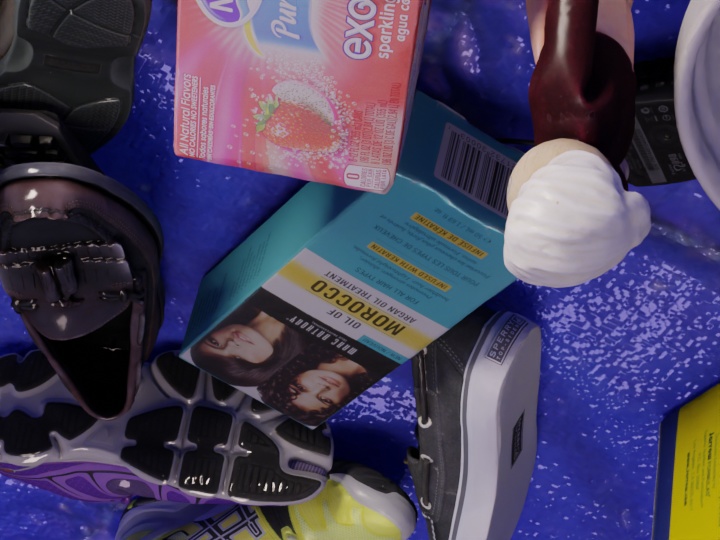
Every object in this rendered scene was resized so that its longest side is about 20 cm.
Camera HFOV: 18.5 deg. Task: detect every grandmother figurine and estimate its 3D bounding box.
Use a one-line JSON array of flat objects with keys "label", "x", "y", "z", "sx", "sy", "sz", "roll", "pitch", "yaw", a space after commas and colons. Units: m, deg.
[{"label": "grandmother figurine", "x": 0.083, "y": -0.070, "z": 0.829, "sx": 0.060, "sy": 0.200, "sz": 0.121, "roll": -10, "pitch": 132, "yaw": 21}]

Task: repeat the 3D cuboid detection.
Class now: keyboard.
[{"label": "keyboard", "x": -0.209, "y": -0.044, "z": 1.015, "sx": 0.199, "sy": 0.021, "sz": 0.127, "roll": 4, "pitch": 158, "yaw": 19}]

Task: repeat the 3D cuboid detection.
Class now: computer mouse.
[{"label": "computer mouse", "x": 0.081, "y": -0.064, "z": 0.965, "sx": 0.199, "sy": 0.034, "sz": 0.059, "roll": -4, "pitch": 141, "yaw": 24}]

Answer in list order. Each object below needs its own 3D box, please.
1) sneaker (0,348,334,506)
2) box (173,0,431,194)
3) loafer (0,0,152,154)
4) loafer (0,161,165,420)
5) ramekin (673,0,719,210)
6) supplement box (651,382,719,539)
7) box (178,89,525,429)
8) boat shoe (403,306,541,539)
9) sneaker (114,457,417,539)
[{"label": "sneaker", "x": -0.107, "y": 0.087, "z": 1.141, "sx": 0.199, "sy": 0.081, "sz": 0.084, "roll": 7, "pitch": 153, "yaw": 15}, {"label": "box", "x": -0.016, "y": -0.139, "z": 0.852, "sx": 0.094, "sy": 0.103, "sz": 0.200, "roll": 9, "pitch": 137, "yaw": 2}, {"label": "loafer", "x": -0.125, "y": -0.105, "z": 0.941, "sx": 0.072, "sy": 0.063, "sz": 0.200, "roll": 13, "pitch": 156, "yaw": -16}, {"label": "loafer", "x": -0.124, "y": 0.013, "z": 1.011, "sx": 0.072, "sy": 0.063, "sz": 0.200, "roll": 0, "pitch": 159, "yaw": 4}, {"label": "ramekin", "x": 0.221, "y": -0.097, "z": 0.842, "sx": 0.199, "sy": 0.105, "sz": 0.201, "roll": 6, "pitch": 137, "yaw": 6}, {"label": "supplement box", "x": 0.243, "y": 0.091, "z": 1.028, "sx": 0.109, "sy": 0.110, "sz": 0.200, "roll": 33, "pitch": 133, "yaw": -21}, {"label": "box", "x": 0.000, "y": 0.000, "z": 1.010, "sx": 0.082, "sy": 0.049, "sz": 0.200, "roll": 29, "pitch": 142, "yaw": -18}, {"label": "boat shoe", "x": 0.052, "y": 0.088, "z": 1.105, "sx": 0.056, "sy": 0.069, "sz": 0.200, "roll": 21, "pitch": 138, "yaw": 18}, {"label": "sneaker", "x": -0.053, "y": 0.155, "z": 1.171, "sx": 0.200, "sy": 0.077, "sz": 0.075, "roll": -19, "pitch": 129, "yaw": 36}]
